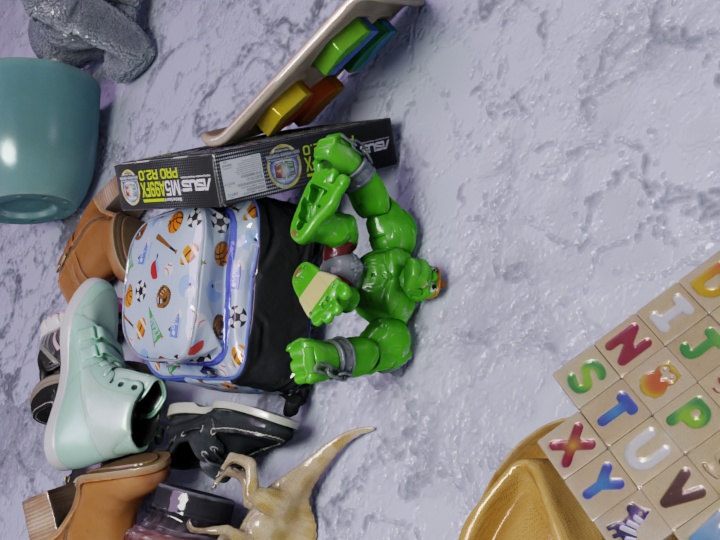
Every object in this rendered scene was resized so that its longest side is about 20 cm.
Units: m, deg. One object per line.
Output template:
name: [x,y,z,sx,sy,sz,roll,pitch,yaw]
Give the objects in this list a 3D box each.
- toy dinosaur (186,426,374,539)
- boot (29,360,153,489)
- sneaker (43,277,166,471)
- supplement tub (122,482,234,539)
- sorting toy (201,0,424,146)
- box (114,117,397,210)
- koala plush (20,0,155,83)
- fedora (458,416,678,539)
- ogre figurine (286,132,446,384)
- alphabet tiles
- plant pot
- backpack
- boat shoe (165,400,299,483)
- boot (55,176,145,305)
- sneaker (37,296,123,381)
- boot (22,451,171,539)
toy dinosaur: [-0.076,0.195,0.902,0.201,0.101,0.058,-58,-1,-8]
boot: [-0.292,0.185,1.155,0.199,0.073,0.152,-16,61,34]
sneaker: [-0.235,0.095,1.068,0.117,0.074,0.202,-10,60,21]
supplement tub: [-0.167,0.290,0.937,0.106,0.107,0.202,0,72,48]
sorting toy: [-0.034,-0.176,0.967,0.200,0.185,0.037,-39,91,19]
box: [-0.091,-0.094,0.963,0.160,0.199,0.045,1,104,48]
koala plush: [-0.380,-0.330,1.432,0.200,0.183,0.179,-25,54,54]
fedora: [0.118,0.185,0.681,0.200,0.081,0.202,-23,56,40]
ogre figurine: [0.000,0.000,0.872,0.098,0.120,0.201,-33,52,29]
alphabet tiles: [0.208,0.077,0.635,0.199,0.006,0.167,-37,44,4]
plant pot: [-0.426,-0.152,1.373,0.200,0.200,0.162,-20,70,42]
backpack: [-0.134,0.027,0.997,0.190,0.153,0.202,-13,65,55]
boat shoe: [-0.124,0.156,0.971,0.199,0.074,0.067,-7,62,50]
boot: [-0.293,-0.007,1.247,0.155,0.073,0.201,-48,31,20]
sneaker: [-0.308,0.084,1.220,0.199,0.073,0.088,-23,56,46]
boot: [-0.230,0.264,1.018,0.199,0.077,0.156,-26,82,25]
